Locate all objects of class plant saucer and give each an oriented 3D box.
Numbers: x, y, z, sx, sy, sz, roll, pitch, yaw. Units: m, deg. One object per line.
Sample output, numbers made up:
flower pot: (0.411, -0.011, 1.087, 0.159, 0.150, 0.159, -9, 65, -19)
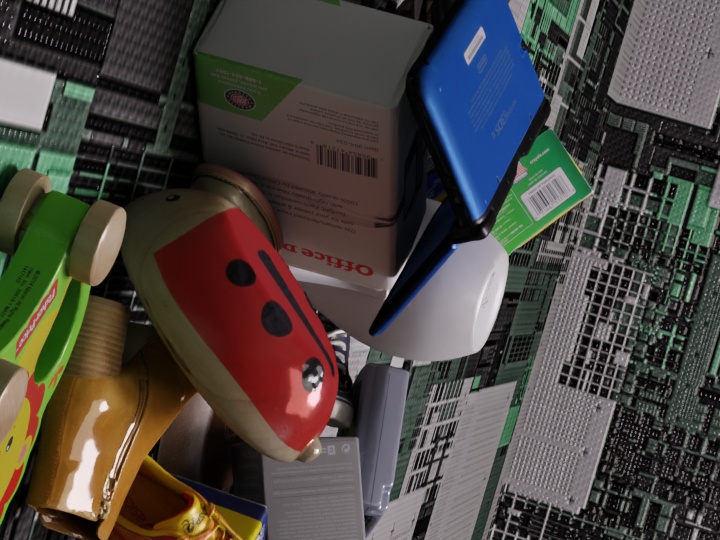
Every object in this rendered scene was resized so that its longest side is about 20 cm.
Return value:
plant saucer: (-0.106, 0.102, 1.683, 0.200, 0.032, 0.202, 16, 90, -77)

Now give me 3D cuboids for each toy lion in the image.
toy lion: (-0.201, 0.075, 1.183, 0.193, 0.068, 0.201, 103, 11, -48)

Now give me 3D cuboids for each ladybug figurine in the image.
ladybug figurine: (-0.076, 0.029, 1.363, 0.072, 0.201, 0.136, -35, 177, 16)

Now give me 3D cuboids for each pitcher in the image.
pitcher: (0.000, 0.000, 1.626, 0.171, 0.198, 0.122, -32, 137, -70)

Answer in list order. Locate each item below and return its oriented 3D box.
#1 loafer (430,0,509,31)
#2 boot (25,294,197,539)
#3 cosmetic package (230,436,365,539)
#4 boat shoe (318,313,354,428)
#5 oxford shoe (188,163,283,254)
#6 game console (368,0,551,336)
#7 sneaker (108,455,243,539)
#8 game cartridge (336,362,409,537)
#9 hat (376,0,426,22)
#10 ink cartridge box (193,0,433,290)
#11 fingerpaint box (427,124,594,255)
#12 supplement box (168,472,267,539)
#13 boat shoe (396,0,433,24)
loafer: (0.092, -0.222, 1.764, 0.068, 0.070, 0.203, 76, 11, -77)
boot: (-0.152, 0.103, 1.376, 0.201, 0.070, 0.145, 30, 70, -65)
cosmetic package: (-0.044, 0.228, 1.637, 0.107, 0.089, 0.202, 156, -67, -72)
boat shoe: (-0.039, 0.080, 1.807, 0.200, 0.074, 0.094, 167, -64, -80)
oxford shoe: (-0.099, 0.007, 1.502, 0.201, 0.070, 0.074, 90, 24, -52)
game console: (0.049, -0.083, 1.476, 0.172, 0.117, 0.200, 66, 27, -21)
sneaker: (-0.105, 0.193, 1.422, 0.073, 0.199, 0.077, -51, 175, -32)
game cartridge: (0.003, 0.153, 1.794, 0.200, 0.041, 0.134, 115, -11, -69)
hat: (0.014, -0.153, 1.757, 0.201, 0.080, 0.203, 2, 90, -90)
ink cartridge box: (-0.031, -0.092, 1.492, 0.201, 0.144, 0.084, 90, 19, -53)
fingerpaint box: (0.078, -0.048, 1.836, 0.199, 0.074, 0.167, -36, -165, -3)
supplement box: (-0.151, 0.252, 1.500, 0.201, 0.109, 0.109, -60, 162, -44)
boat shoe: (0.040, -0.162, 1.901, 0.068, 0.072, 0.201, 58, 56, -80)
